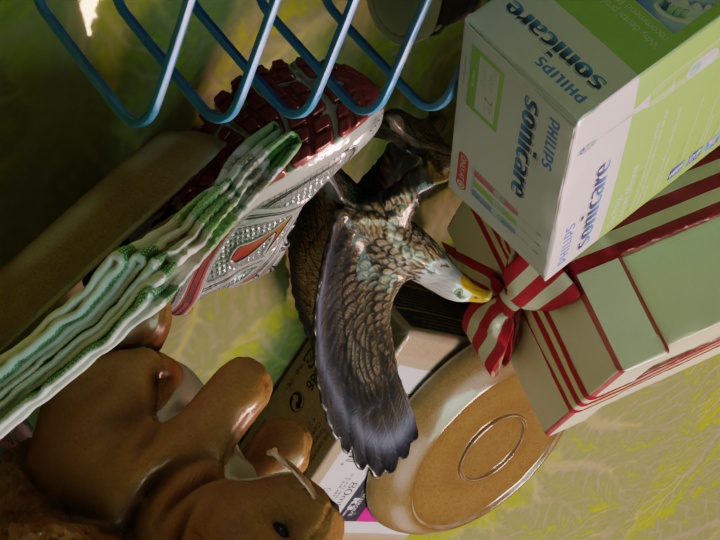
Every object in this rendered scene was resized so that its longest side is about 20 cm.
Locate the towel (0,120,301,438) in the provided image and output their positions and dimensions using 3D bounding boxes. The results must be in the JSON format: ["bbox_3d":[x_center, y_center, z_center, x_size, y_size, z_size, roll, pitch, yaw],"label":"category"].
[{"bbox_3d":[-0.110,0.002,0.696,0.149,0.031,0.200,-37,-170,25],"label":"towel"}]

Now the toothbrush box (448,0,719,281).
[{"bbox_3d":[0.149,-0.112,0.796,0.199,0.086,0.146,-38,156,-19],"label":"toothbrush box"}]

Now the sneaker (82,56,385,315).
[{"bbox_3d":[-0.065,-0.045,0.841,0.199,0.079,0.082,-34,143,22],"label":"sneaker"}]

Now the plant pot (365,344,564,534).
[{"bbox_3d":[0.091,0.124,1.108,0.199,0.027,0.202,-27,141,-25],"label":"plant pot"}]

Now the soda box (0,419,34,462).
[{"bbox_3d":[-0.242,0.087,0.826,0.063,0.068,0.200,-41,145,-4],"label":"soda box"}]

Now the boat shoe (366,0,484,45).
[{"bbox_3d":[0.056,-0.217,0.817,0.060,0.072,0.202,-21,146,-35],"label":"boat shoe"}]

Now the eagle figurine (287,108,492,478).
[{"bbox_3d":[0.006,0.004,0.917,0.151,0.150,0.202,1,119,-58],"label":"eagle figurine"}]

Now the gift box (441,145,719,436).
[{"bbox_3d":[0.156,-0.019,0.972,0.185,0.202,0.185,-22,161,-17],"label":"gift box"}]

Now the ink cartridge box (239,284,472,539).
[{"bbox_3d":[0.011,0.112,1.101,0.164,0.075,0.201,14,115,-49],"label":"ink cartridge box"}]

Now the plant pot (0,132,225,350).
[{"bbox_3d":[-0.147,-0.004,0.728,0.200,0.028,0.200,-42,-172,7],"label":"plant pot"}]

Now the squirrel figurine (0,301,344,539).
[{"bbox_3d":[-0.107,0.139,0.793,0.199,0.187,0.142,-35,141,-15],"label":"squirrel figurine"}]

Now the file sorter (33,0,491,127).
[{"bbox_3d":[-0.041,-0.152,0.725,0.198,0.139,0.124,-8,134,-40],"label":"file sorter"}]
